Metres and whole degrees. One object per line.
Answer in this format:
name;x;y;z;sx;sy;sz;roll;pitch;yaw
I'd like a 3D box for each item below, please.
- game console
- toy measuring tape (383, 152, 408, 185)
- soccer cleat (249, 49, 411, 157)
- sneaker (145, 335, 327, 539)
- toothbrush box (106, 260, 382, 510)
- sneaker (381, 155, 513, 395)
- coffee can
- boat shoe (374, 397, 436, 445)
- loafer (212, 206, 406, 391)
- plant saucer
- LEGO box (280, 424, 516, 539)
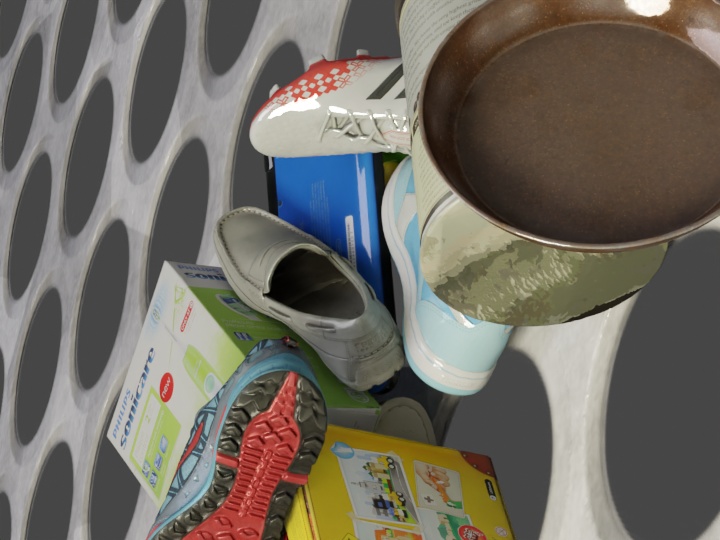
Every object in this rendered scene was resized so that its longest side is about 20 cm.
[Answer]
game console;0.000;0.000;1.803;0.171;0.118;0.201;-16;76;49
toy measuring tape;0.022;-0.153;1.870;0.074;0.073;0.201;148;130;-64
soccer cleat;0.025;-0.105;1.679;0.069;0.199;0.085;77;178;-52
sneaker;-0.076;0.128;1.554;0.200;0.079;0.096;-58;16;23
toothbrush box;-0.084;0.104;1.726;0.200;0.086;0.146;48;124;52
sneaker;0.078;-0.030;1.644;0.131;0.079;0.200;-56;32;40
coffee can;0.099;-0.089;1.505;0.146;0.146;0.200;123;151;-46
boat shoe;0.006;0.184;1.724;0.059;0.072;0.201;-169;85;-67
loafer;-0.039;0.005;1.688;0.200;0.070;0.070;37;156;43
plant saucer;0.132;-0.083;1.384;0.035;0.200;0.201;83;-177;-53
LEGO box;0.021;0.192;1.557;0.200;0.149;0.077;-105;33;-53
